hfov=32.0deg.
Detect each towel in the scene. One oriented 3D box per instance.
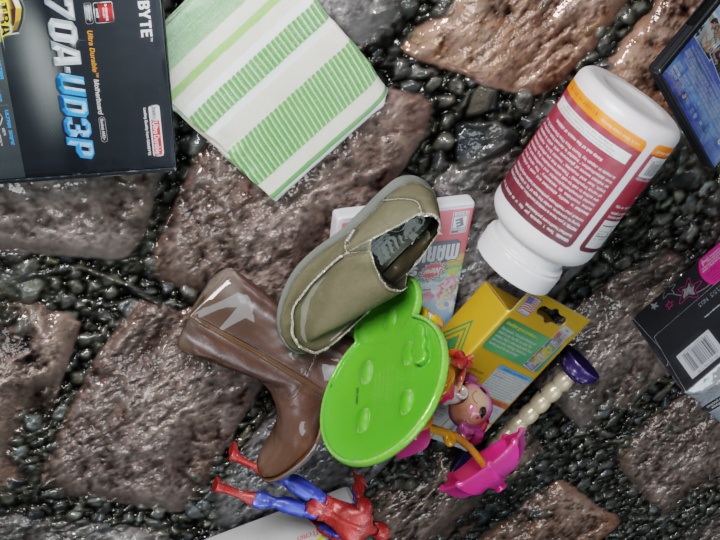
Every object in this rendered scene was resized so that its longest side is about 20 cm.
[{"bbox_3d":[-0.081,-0.162,1.050,0.152,0.023,0.200,-40,131,10],"label":"towel"}]

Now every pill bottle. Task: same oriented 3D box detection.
[{"bbox_3d":[0.197,-0.080,1.177,0.112,0.113,0.201,17,118,-34],"label":"pill bottle"}]

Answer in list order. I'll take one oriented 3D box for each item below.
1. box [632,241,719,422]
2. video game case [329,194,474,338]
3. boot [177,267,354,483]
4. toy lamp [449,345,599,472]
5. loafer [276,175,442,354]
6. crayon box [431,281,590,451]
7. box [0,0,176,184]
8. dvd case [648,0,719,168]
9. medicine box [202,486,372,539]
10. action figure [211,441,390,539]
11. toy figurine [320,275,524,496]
[{"bbox_3d":[0.427,0.053,1.373,0.200,0.133,0.114,-44,130,15],"label":"box"},{"bbox_3d":[0.032,0.018,1.249,0.142,0.017,0.201,-8,130,-19],"label":"video game case"},{"bbox_3d":[-0.111,0.104,1.217,0.199,0.064,0.187,28,105,-33],"label":"boot"},{"bbox_3d":[0.179,0.170,1.414,0.058,0.058,0.200,31,108,-39],"label":"toy lamp"},{"bbox_3d":[0.000,0.000,1.149,0.075,0.070,0.200,37,96,-30],"label":"loafer"},{"bbox_3d":[0.131,0.092,1.315,0.200,0.052,0.125,-48,139,15],"label":"crayon box"},{"bbox_3d":[-0.225,-0.163,0.952,0.157,0.046,0.201,-5,129,-8],"label":"box"},{"bbox_3d":[0.355,-0.212,1.157,0.200,0.018,0.143,-50,130,-7],"label":"dvd case"},{"bbox_3d":[-0.067,0.372,1.437,0.181,0.103,0.201,-19,132,-9],"label":"medicine box"},{"bbox_3d":[-0.059,0.239,1.357,0.199,0.099,0.066,26,97,-11],"label":"action figure"},{"bbox_3d":[0.078,0.131,1.198,0.149,0.201,0.184,-28,132,32],"label":"toy figurine"}]
